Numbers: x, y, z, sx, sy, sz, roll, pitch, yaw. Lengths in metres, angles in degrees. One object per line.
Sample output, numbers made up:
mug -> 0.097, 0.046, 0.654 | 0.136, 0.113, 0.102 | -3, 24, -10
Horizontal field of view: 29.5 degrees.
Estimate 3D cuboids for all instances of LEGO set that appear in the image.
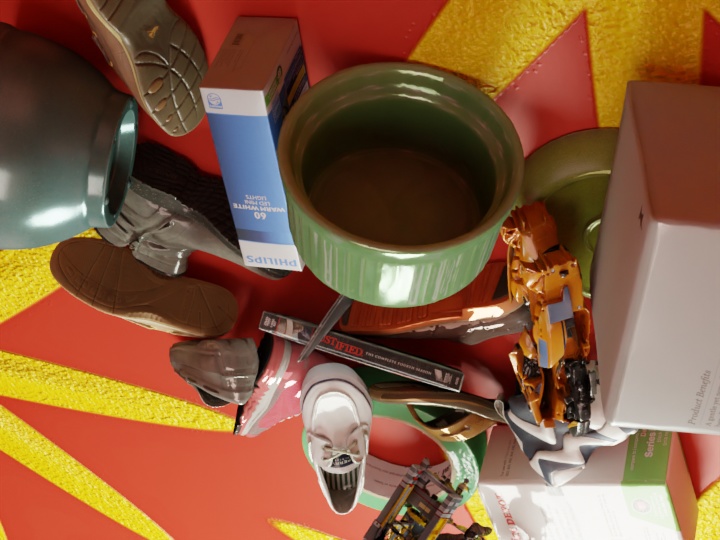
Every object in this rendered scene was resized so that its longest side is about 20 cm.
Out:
LEGO set -> 0.107, 0.279, 1.425 | 0.200, 0.116, 0.154 | 37, -174, 35

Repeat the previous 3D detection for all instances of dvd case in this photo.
dvd case -> 0.004, 0.079, 1.345 | 0.199, 0.022, 0.146 | 16, 178, 4

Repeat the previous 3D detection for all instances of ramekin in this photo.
ramekin -> 0.030, -0.067, 1.129 | 0.199, 0.201, 0.098 | 15, 144, 6

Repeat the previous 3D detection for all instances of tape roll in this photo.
tape roll -> 0.037, 0.188, 1.489 | 0.199, 0.048, 0.201 | 11, 136, 10

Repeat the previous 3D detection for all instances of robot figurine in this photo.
robot figurine -> 0.162, 0.049, 1.195 | 0.058, 0.145, 0.201 | -12, 124, -4

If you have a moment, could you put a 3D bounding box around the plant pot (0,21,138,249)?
plant pot -> -0.272, -0.107, 1.205 | 0.133, 0.201, 0.201 | 11, 137, 1

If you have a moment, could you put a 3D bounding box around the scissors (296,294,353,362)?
scissors -> 0.000, 0.000, 1.253 | 0.200, 0.014, 0.073 | -40, 131, 2

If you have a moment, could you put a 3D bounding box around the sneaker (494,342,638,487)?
sneaker -> 0.212, 0.101, 1.308 | 0.130, 0.080, 0.199 | 46, 119, -3

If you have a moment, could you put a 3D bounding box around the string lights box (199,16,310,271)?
string lights box -> -0.079, -0.108, 1.191 | 0.059, 0.103, 0.201 | 5, 136, 16

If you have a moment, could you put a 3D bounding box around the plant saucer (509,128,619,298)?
plant saucer -> 0.225, -0.036, 1.201 | 0.199, 0.031, 0.201 | 10, 136, 10

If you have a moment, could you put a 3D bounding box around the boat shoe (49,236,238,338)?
boat shoe -> -0.222, 0.026, 1.405 | 0.199, 0.074, 0.069 | 22, 165, 1

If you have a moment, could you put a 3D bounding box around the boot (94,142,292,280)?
boot -> -0.160, -0.034, 1.335 | 0.199, 0.068, 0.131 | 32, 142, -1

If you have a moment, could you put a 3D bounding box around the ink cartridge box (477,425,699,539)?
ink cartridge box -> 0.239, 0.236, 1.431 | 0.199, 0.084, 0.146 | -3, 132, 25

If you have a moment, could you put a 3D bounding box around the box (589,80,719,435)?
box -> 0.278, -0.009, 1.052 | 0.170, 0.201, 0.200 | 4, 128, 0

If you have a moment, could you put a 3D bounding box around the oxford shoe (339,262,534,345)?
oxford shoe -> 0.075, 0.048, 1.316 | 0.199, 0.072, 0.073 | -7, 137, 27

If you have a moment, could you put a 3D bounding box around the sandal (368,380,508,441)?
sandal -> 0.104, 0.149, 1.377 | 0.199, 0.054, 0.080 | 13, 178, -14

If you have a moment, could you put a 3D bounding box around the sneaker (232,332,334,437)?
sneaker -> -0.081, 0.135, 1.447 | 0.086, 0.074, 0.200 | 14, 152, -9

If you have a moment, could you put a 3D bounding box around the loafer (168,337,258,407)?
loafer -> -0.154, 0.106, 1.410 | 0.069, 0.070, 0.200 | -2, 177, -19

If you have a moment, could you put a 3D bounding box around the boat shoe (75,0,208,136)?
boat shoe -> -0.190, -0.201, 1.175 | 0.067, 0.072, 0.201 | 32, 159, 39

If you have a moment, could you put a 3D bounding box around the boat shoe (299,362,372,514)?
boat shoe -> -0.018, 0.177, 1.402 | 0.073, 0.067, 0.201 | -9, 139, 2
